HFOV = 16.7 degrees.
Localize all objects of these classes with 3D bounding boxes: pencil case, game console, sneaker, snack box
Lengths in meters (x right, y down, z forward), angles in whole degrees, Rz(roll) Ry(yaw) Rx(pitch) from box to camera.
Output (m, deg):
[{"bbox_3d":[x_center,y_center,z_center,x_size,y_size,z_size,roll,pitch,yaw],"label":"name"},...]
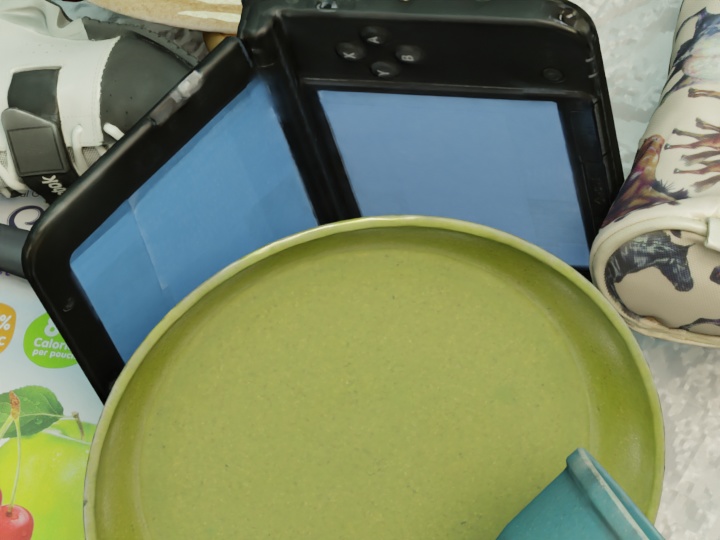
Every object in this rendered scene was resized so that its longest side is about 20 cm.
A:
[{"bbox_3d":[0.142,-0.062,0.874,0.078,0.089,0.200,19,54,5],"label":"pencil case"},{"bbox_3d":[0.000,0.000,0.869,0.176,0.200,0.116,4,62,14],"label":"game console"},{"bbox_3d":[-0.119,-0.053,0.946,0.200,0.074,0.089,22,66,34],"label":"sneaker"},{"bbox_3d":[-0.142,0.026,0.971,0.142,0.053,0.200,6,61,14],"label":"snack box"}]

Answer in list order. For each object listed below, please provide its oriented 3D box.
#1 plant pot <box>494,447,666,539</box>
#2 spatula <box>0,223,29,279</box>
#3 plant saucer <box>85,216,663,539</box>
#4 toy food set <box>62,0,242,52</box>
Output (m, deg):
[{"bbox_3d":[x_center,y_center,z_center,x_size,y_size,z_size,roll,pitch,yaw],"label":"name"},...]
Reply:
[{"bbox_3d":[0.060,0.191,0.758,0.188,0.200,0.200,-40,59,3],"label":"plant pot"},{"bbox_3d":[-0.170,-0.014,0.958,0.200,0.021,0.057,14,59,20],"label":"spatula"},{"bbox_3d":[0.004,0.069,0.843,0.200,0.200,0.031,-22,25,-1],"label":"plant saucer"},{"bbox_3d":[-0.034,-0.130,0.999,0.200,0.049,0.198,14,31,21],"label":"toy food set"}]
